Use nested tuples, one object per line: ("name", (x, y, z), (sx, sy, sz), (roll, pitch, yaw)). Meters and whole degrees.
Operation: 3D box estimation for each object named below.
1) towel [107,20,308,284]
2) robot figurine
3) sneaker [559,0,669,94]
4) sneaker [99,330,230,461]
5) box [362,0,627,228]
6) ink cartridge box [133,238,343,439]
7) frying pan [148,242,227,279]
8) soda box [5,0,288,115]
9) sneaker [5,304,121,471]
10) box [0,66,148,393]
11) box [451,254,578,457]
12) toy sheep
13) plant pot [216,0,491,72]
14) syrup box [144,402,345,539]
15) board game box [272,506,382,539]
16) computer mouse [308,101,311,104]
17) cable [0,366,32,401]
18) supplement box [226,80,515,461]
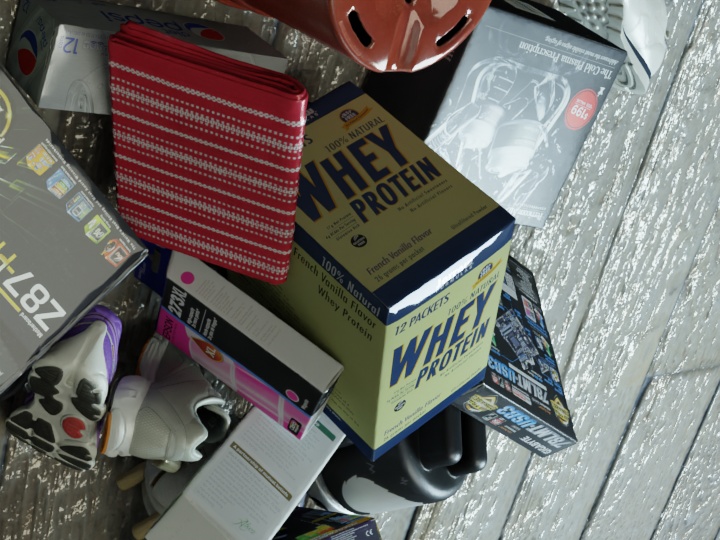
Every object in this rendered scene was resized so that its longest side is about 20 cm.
("towel", (-0.110, -0.078, 0.942), (0.201, 0.143, 0.023), (100, 11, -50))
("robot figurine", (0.027, 0.171, 1.275), (0.151, 0.198, 0.125), (57, 39, -20))
("sneaker", (0.242, -0.256, 1.244), (0.081, 0.076, 0.200), (-52, 144, -13))
("sneaker", (-0.148, 0.109, 1.090), (0.091, 0.200, 0.077), (16, 109, 0))
("box", (0.108, -0.149, 1.174), (0.198, 0.104, 0.184), (6, 117, -42))
("ink cartridge box", (-0.108, 0.048, 1.055), (0.037, 0.199, 0.095), (-48, 171, -31))
("frying pan", (-0.116, -0.047, 1.114), (0.115, 0.031, 0.190), (-50, 143, -2))
("soda box", (-0.155, -0.152, 0.979), (0.198, 0.068, 0.064), (1, 119, -41))
("sneaker", (-0.225, 0.096, 1.060), (0.200, 0.080, 0.084), (-50, -168, 52))
("box", (-0.269, -0.034, 0.934), (0.161, 0.049, 0.201), (-43, 121, -14))
("box", (0.127, 0.060, 1.276), (0.049, 0.201, 0.199), (-26, 146, 25))
("toy sheep", (-0.140, 0.192, 1.198), (0.138, 0.138, 0.200), (-49, 156, 1))
("plant pot", (-0.011, -0.247, 0.936), (0.199, 0.195, 0.203), (-22, 131, -27))
("syrup box", (-0.084, 0.166, 1.097), (0.079, 0.081, 0.200), (-48, 180, 41))
("board game box", (-0.100, 0.278, 1.220), (0.198, 0.165, 0.058), (-16, 94, -30))
("computer mouse", (-0.086, -0.097, 1.062), (0.199, 0.034, 0.059), (-25, 127, -48))
("cable", (-0.304, 0.032, 1.000), (0.200, 0.051, 0.163), (-45, 138, -4))
("supplement box", (0.000, 0.000, 1.064), (0.134, 0.200, 0.201), (-33, 148, -27))
